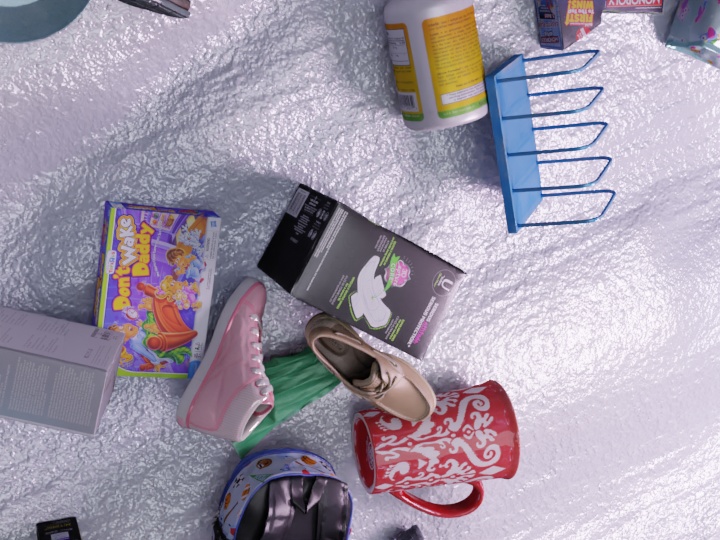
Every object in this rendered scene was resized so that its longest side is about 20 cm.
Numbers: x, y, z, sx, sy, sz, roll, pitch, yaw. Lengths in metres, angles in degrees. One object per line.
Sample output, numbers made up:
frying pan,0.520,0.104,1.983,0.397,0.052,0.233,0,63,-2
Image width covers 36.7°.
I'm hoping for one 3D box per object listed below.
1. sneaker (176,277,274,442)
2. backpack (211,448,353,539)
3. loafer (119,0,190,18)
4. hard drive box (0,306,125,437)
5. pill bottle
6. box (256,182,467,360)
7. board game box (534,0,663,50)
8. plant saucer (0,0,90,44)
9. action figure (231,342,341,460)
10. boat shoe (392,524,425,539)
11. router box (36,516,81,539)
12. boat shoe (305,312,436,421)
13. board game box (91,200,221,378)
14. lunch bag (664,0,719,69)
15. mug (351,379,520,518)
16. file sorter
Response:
sneaker,-0.135,0.113,1.312,0.104,0.076,0.202,19,71,15
backpack,-0.098,0.323,1.377,0.198,0.154,0.193,7,111,-31
loafer,-0.253,-0.324,1.164,0.199,0.071,0.064,8,96,-54
hard drive box,-0.369,0.101,1.184,0.198,0.156,0.078,14,99,-7
pill bottle,0.089,-0.282,1.322,0.110,0.111,0.202,-18,109,-17
box,0.000,0.000,1.336,0.199,0.148,0.125,28,92,-25
board game box,0.299,-0.388,1.409,0.198,0.062,0.203,-3,105,-21
plant saucer,-0.377,-0.346,1.158,0.199,0.039,0.204,-6,105,-21
action figure,-0.092,0.141,1.387,0.198,0.055,0.119,-27,110,-10
boat shoe,0.114,0.443,1.541,0.068,0.072,0.201,-38,107,-7
router box,-0.349,0.423,1.297,0.052,0.157,0.203,-6,106,-20
boat shoe,0.012,0.133,1.349,0.199,0.065,0.072,35,104,-14
board game box,-0.247,0.026,1.300,0.133,0.045,0.203,4,102,-23
lunch bag,0.543,-0.352,1.486,0.198,0.122,0.172,15,96,-19
mug,0.100,0.248,1.445,0.197,0.133,0.180,-6,84,-17
file sorter,0.247,-0.167,1.376,0.139,0.121,0.202,-42,126,-58
